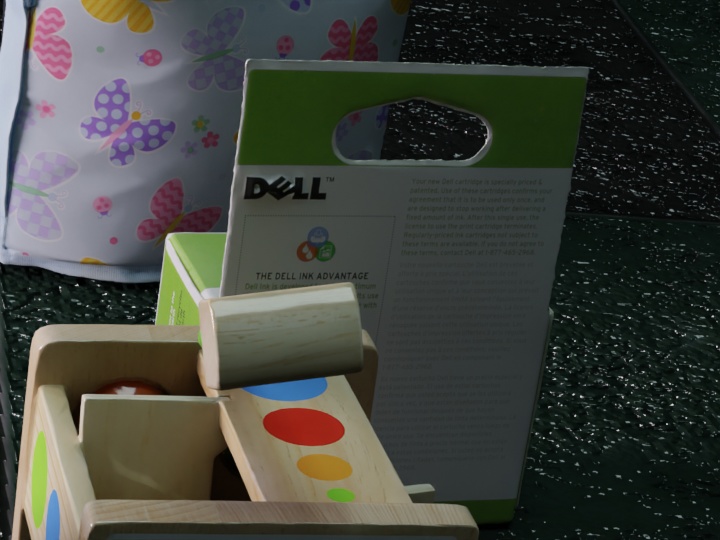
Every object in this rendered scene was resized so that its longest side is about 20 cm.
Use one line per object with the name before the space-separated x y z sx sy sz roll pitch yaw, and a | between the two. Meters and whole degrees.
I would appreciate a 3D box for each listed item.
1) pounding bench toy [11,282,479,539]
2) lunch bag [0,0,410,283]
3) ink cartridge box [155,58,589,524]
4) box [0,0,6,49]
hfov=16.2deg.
pounding bench toy | -0.043 0.067 0.842 0.124 0.201 0.156 2 25 -16
lunch bag | -0.090 -0.093 1.234 0.199 0.170 0.127 -9 30 -35
ink cartridge box | 0.000 0.000 1.011 0.147 0.201 0.076 0 24 -20
box | -0.095 -0.212 1.469 0.124 0.201 0.196 21 25 30
